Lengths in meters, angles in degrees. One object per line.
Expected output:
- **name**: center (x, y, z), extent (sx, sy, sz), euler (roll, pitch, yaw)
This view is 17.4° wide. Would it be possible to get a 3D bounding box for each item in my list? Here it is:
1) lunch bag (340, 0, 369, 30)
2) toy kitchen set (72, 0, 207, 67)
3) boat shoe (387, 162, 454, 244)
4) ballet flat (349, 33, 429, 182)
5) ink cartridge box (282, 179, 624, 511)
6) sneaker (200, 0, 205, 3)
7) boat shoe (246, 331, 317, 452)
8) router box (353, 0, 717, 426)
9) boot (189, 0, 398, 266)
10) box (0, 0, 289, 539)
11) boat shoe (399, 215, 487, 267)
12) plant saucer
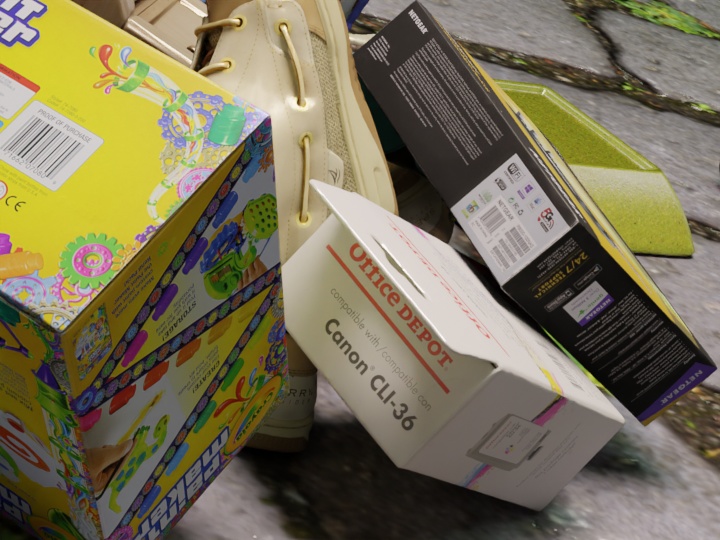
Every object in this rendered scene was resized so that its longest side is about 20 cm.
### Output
- **lunch bag**: center (-0.118, -0.218, 1.603), extent (0.200, 0.124, 0.170), euler (43, 24, 25)
- **toy kitchen set**: center (-0.081, -0.141, 1.165), extent (0.200, 0.181, 0.163), euler (34, 30, 1)
- **boat shoe**: center (0.028, -0.063, 1.460), extent (0.065, 0.072, 0.200), euler (57, 11, -19)
- **ballet flat**: center (0.030, -0.092, 1.336), extent (0.200, 0.067, 0.062), euler (35, 35, -43)
- **ink cartridge box**: center (0.032, 0.037, 1.083), extent (0.117, 0.068, 0.200), euler (49, 11, 28)
- **sneaker**: center (-0.074, -0.128, 1.377), extent (0.076, 0.200, 0.077), euler (-32, 36, -27)
- **boat shoe**: center (-0.060, 0.015, 1.169), extent (0.074, 0.067, 0.200), euler (10, 24, -27)
- **router box**: center (0.089, -0.031, 1.223), extent (0.157, 0.052, 0.200), euler (42, 12, -45)
- **boot**: center (-0.081, -0.079, 1.090), extent (0.155, 0.201, 0.073), euler (-22, 6, -28)
- **box**: center (-0.145, -0.010, 0.929), extent (0.200, 0.193, 0.122), euler (31, 60, 20)
- **boat shoe**: center (0.000, 0.000, 1.257), extent (0.200, 0.071, 0.064), euler (25, 20, 5)
- **plant saucer**: center (0.108, -0.081, 1.589), extent (0.199, 0.048, 0.200), euler (3, 28, -39)
